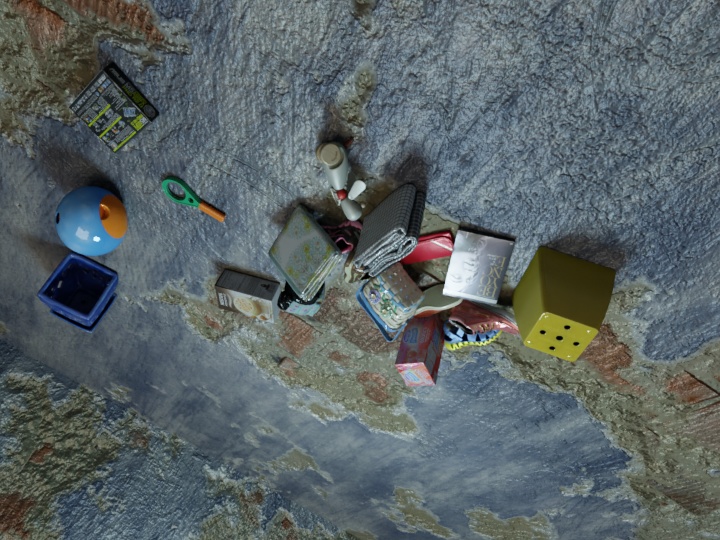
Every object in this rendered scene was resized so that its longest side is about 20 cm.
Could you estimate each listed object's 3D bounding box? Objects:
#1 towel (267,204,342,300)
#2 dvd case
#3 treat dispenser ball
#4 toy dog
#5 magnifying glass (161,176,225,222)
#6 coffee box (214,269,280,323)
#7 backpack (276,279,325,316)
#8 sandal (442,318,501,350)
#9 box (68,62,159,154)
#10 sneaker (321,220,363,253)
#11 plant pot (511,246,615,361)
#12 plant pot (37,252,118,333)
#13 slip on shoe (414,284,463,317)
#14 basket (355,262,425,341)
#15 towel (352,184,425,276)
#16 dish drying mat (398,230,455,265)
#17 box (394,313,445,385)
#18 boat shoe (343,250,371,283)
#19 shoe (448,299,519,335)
[{"bbox_3d":[-0.151,-0.046,1.453,0.201,0.048,0.172,48,111,25],"label":"towel"},{"bbox_3d":[0.301,-0.006,1.401,0.145,0.016,0.204,12,126,6],"label":"dvd case"},{"bbox_3d":[-0.798,-0.146,1.618,0.196,0.203,0.204,12,137,11],"label":"treat dispenser ball"},{"bbox_3d":[-0.032,-0.232,1.295,0.095,0.133,0.202,-28,132,-4],"label":"toy dog"},{"bbox_3d":[-0.479,-0.202,1.567,0.197,0.023,0.080,33,136,-8],"label":"magnifying glass"},{"bbox_3d":[-0.359,0.083,1.753,0.195,0.081,0.116,14,137,9],"label":"coffee box"},{"bbox_3d":[-0.169,0.060,1.593,0.124,0.170,0.200,19,153,-10],"label":"backpack"},{"bbox_3d":[0.314,0.167,1.554,0.197,0.080,0.088,-22,119,30],"label":"sandal"},{"bbox_3d":[-0.636,-0.412,1.402,0.197,0.045,0.161,-21,123,37],"label":"box"},{"bbox_3d":[-0.080,-0.071,1.472,0.196,0.097,0.079,-15,129,35],"label":"sneaker"},{"bbox_3d":[0.491,0.099,1.340,0.195,0.179,0.202,18,138,4],"label":"plant pot"},{"bbox_3d":[-1.001,0.092,1.955,0.196,0.203,0.181,25,145,-4],"label":"plant pot"},{"bbox_3d":[0.209,0.090,1.538,0.197,0.076,0.061,-22,145,37],"label":"slip on shoe"},{"bbox_3d":[0.072,0.085,1.514,0.177,0.138,0.201,49,144,13],"label":"basket"},{"bbox_3d":[0.075,-0.093,1.334,0.085,0.168,0.199,31,138,-20],"label":"towel"},{"bbox_3d":[0.159,-0.055,1.443,0.196,0.018,0.077,-11,129,31],"label":"dish drying mat"},{"bbox_3d":[0.177,0.221,1.575,0.093,0.203,0.104,-8,131,28],"label":"box"},{"bbox_3d":[-0.003,0.006,1.476,0.073,0.076,0.202,25,174,5],"label":"boat shoe"},{"bbox_3d":[0.339,0.144,1.467,0.197,0.092,0.072,27,160,25],"label":"shoe"}]
